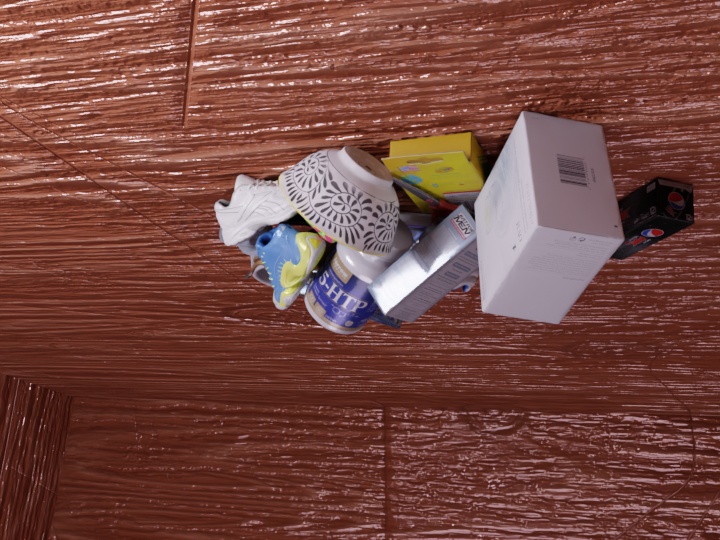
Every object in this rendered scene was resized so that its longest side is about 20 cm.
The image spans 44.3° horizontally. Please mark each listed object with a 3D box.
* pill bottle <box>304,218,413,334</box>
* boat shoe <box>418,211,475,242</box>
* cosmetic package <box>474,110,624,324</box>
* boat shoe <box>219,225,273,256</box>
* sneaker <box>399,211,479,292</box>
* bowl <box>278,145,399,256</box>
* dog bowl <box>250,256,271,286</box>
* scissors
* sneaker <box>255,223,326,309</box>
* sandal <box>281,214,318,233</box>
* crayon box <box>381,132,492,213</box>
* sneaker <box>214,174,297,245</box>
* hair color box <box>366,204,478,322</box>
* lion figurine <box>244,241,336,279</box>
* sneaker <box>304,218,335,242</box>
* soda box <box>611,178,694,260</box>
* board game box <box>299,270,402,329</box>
[{"bbox_3d":[0.000,0.000,1.461,0.119,0.120,0.200,14,130,-26],"label":"pill bottle"},{"bbox_3d":[0.195,-0.067,1.458,0.199,0.074,0.068,-26,155,8],"label":"boat shoe"},{"bbox_3d":[0.245,-0.069,1.201,0.122,0.200,0.200,8,143,-9],"label":"cosmetic package"},{"bbox_3d":[-0.190,-0.065,1.582,0.062,0.072,0.200,10,-175,-31],"label":"boat shoe"},{"bbox_3d":[0.113,-0.022,1.523,0.199,0.147,0.081,5,-173,-10],"label":"sneaker"},{"bbox_3d":[-0.012,-0.121,1.302,0.200,0.201,0.094,19,116,-36],"label":"bowl"},{"bbox_3d":[-0.130,-0.009,1.788,0.199,0.059,0.200,4,161,1],"label":"dog bowl"},{"bbox_3d":[0.117,-0.106,1.344,0.073,0.014,0.200,-3,159,26],"label":"scissors"},{"bbox_3d":[-0.130,-0.015,1.478,0.105,0.076,0.200,33,139,-1],"label":"sneaker"},{"bbox_3d":[-0.082,-0.086,1.567,0.199,0.043,0.076,11,161,-18],"label":"sandal"},{"bbox_3d":[0.123,-0.148,1.312,0.126,0.051,0.200,-3,161,21],"label":"crayon box"},{"bbox_3d":[-0.159,-0.118,1.438,0.199,0.100,0.078,-26,-171,18],"label":"sneaker"},{"bbox_3d":[0.118,-0.007,1.378,0.200,0.061,0.099,-41,153,17],"label":"hair color box"},{"bbox_3d":[-0.111,-0.019,1.562,0.199,0.073,0.122,-17,176,-6],"label":"lion figurine"},{"bbox_3d":[-0.044,-0.096,1.425,0.077,0.084,0.200,45,-177,-6],"label":"sneaker"},{"bbox_3d":[0.446,-0.078,1.419,0.070,0.064,0.200,9,162,-15],"label":"soda box"},{"bbox_3d":[-0.030,0.045,1.684,0.199,0.062,0.200,16,174,18],"label":"board game box"}]
